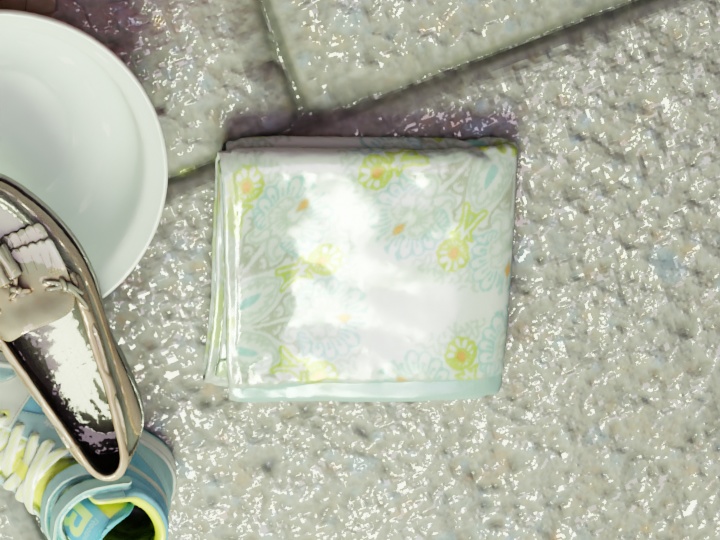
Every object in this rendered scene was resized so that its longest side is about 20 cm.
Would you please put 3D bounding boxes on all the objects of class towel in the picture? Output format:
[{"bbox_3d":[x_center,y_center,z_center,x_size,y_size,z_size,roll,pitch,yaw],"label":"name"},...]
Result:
[{"bbox_3d":[0.000,0.000,1.409,0.199,0.048,0.172,0,111,-10],"label":"towel"}]

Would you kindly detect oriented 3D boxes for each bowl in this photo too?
[{"bbox_3d":[-0.218,-0.071,1.319,0.200,0.090,0.202,-4,114,-8],"label":"bowl"}]

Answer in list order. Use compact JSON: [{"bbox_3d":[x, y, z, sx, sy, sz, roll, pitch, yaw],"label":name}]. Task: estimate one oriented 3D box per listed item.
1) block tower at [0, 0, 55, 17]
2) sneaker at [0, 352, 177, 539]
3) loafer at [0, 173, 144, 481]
[{"bbox_3d":[-0.194,-0.245,1.279,0.057,0.054,0.201,4,110,-12],"label":"block tower"},{"bbox_3d":[-0.201,0.123,1.375,0.199,0.131,0.080,23,107,-17],"label":"sneaker"},{"bbox_3d":[-0.181,0.034,1.286,0.072,0.063,0.201,-25,115,4],"label":"loafer"}]
